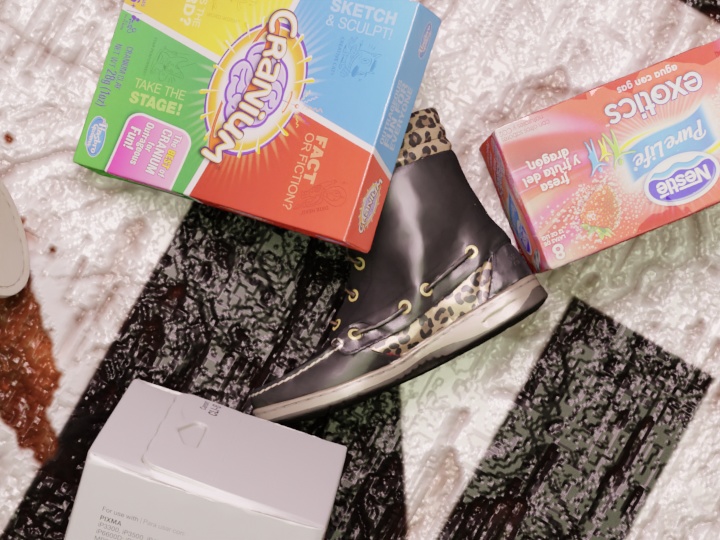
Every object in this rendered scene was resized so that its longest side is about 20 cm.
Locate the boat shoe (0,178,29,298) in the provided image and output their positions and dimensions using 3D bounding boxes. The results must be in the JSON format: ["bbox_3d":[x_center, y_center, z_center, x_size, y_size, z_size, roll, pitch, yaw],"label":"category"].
[{"bbox_3d":[-0.288,-0.058,1.265,0.063,0.073,0.200,-35,96,40],"label":"boat shoe"}]

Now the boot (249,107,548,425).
[{"bbox_3d":[0.000,0.000,1.254,0.200,0.073,0.151,-26,85,4],"label":"boot"}]

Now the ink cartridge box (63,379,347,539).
[{"bbox_3d":[-0.107,0.192,1.182,0.144,0.145,0.200,17,106,0],"label":"ink cartridge box"}]

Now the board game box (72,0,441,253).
[{"bbox_3d":[-0.066,-0.111,1.232,0.200,0.040,0.153,16,87,24],"label":"board game box"}]

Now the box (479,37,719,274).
[{"bbox_3d":[0.185,-0.077,1.248,0.200,0.103,0.095,-22,89,-4],"label":"box"}]
